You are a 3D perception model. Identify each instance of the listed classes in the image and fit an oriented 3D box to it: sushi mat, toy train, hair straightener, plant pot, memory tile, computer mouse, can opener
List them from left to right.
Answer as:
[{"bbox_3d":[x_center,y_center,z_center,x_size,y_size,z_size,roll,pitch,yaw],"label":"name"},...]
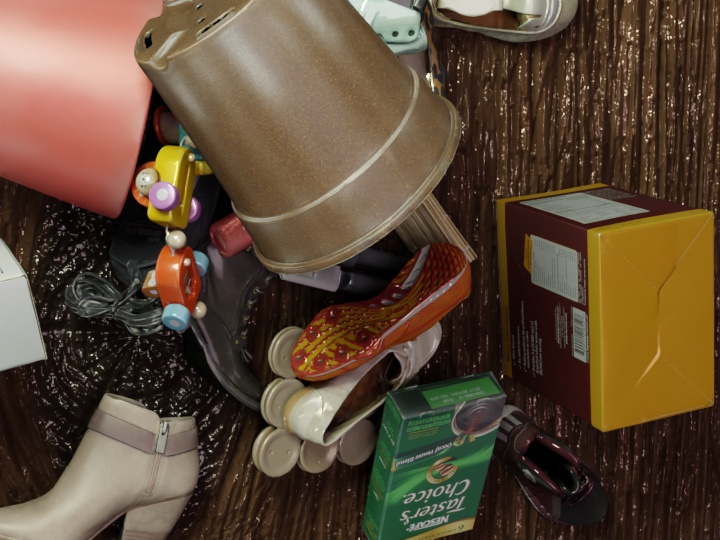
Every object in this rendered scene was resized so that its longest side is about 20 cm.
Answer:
[{"bbox_3d":[-0.267,-0.159,1.073,0.176,0.200,0.202,11,98,-15],"label":"plant pot"},{"bbox_3d":[-0.181,-0.037,1.179,0.053,0.138,0.202,33,75,-47],"label":"computer mouse"},{"bbox_3d":[-0.152,-0.061,1.091,0.055,0.151,0.201,6,57,11],"label":"toy train"},{"bbox_3d":[-0.055,-0.137,0.997,0.200,0.200,0.199,-43,121,-8],"label":"plant pot"},{"bbox_3d":[-0.048,-0.076,1.191,0.199,0.077,0.041,-34,93,0],"label":"hair straightener"},{"bbox_3d":[-0.018,0.126,1.303,0.199,0.017,0.155,-2,104,-40],"label":"memory tile"},{"bbox_3d":[0.000,0.000,1.259,0.199,0.066,0.053,16,84,-45],"label":"can opener"},{"bbox_3d":[0.030,-0.084,1.260,0.012,0.095,0.200,-49,116,-23],"label":"sushi mat"}]

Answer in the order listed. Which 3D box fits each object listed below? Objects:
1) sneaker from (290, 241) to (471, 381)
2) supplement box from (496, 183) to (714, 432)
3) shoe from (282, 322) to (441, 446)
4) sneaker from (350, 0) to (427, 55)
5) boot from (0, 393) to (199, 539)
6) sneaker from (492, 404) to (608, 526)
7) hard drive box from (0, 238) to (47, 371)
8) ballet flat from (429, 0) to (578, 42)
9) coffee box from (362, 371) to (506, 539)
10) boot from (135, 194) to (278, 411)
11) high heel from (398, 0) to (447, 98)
[{"bbox_3d":[0.025,0.053,1.241,0.199,0.073,0.077,-29,144,-6],"label":"sneaker"},{"bbox_3d":[0.245,0.030,1.319,0.132,0.200,0.199,-10,106,-21],"label":"supplement box"},{"bbox_3d":[0.014,0.109,1.278,0.199,0.053,0.070,-35,123,-28],"label":"shoe"},{"bbox_3d":[-0.004,-0.179,1.139,0.117,0.074,0.202,12,106,-10],"label":"sneaker"},{"bbox_3d":[-0.250,0.190,1.224,0.198,0.070,0.148,13,91,-26],"label":"boot"},{"bbox_3d":[0.218,0.232,1.402,0.200,0.115,0.076,40,85,-25],"label":"sneaker"},{"bbox_3d":[-0.378,0.045,1.079,0.198,0.156,0.078,-16,108,-18],"label":"hard drive box"},{"bbox_3d":[0.140,-0.259,1.283,0.198,0.062,0.068,-5,104,-23],"label":"ballet flat"},{"bbox_3d":[0.074,0.198,1.329,0.122,0.044,0.201,-8,131,-24],"label":"coffee box"},{"bbox_3d":[-0.104,0.019,1.244,0.174,0.069,0.201,-46,122,-17],"label":"boot"},{"bbox_3d":[0.034,-0.190,1.191,0.071,0.143,0.200,-17,136,22],"label":"high heel"}]
